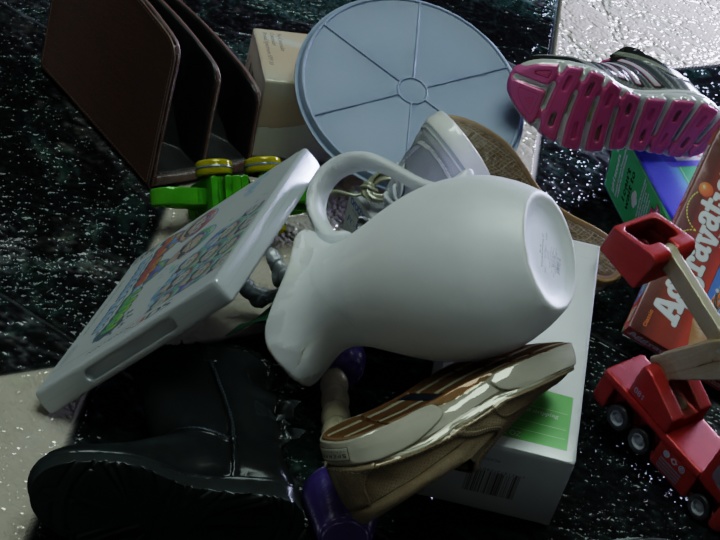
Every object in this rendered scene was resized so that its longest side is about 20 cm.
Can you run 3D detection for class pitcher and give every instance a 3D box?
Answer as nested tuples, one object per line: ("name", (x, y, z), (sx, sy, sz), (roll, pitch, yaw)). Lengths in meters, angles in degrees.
("pitcher", (0.042, -0.017, 1.463), (0.199, 0.121, 0.173), (-12, 61, 30))

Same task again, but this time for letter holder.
("letter holder", (-0.173, -0.188, 1.800), (0.100, 0.143, 0.200), (-12, 41, -34))

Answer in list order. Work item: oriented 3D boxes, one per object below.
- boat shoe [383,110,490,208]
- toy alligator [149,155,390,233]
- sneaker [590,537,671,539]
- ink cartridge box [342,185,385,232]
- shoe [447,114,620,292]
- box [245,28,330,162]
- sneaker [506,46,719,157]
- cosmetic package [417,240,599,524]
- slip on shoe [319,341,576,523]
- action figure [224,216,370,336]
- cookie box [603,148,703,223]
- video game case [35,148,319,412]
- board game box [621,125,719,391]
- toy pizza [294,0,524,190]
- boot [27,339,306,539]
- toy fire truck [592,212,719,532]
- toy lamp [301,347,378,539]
("boat shoe", (0.048, -0.058, 1.591), (0.068, 0.200, 0.072), (-36, 85, -10))
("toy alligator", (-0.070, -0.058, 1.721), (0.198, 0.060, 0.054), (-3, -7, -9))
("sneaker", (0.216, 0.228, 1.399), (0.199, 0.076, 0.115), (30, 34, 24))
("ink cartridge box", (0.068, 0.002, 1.701), (0.093, 0.045, 0.200), (-6, 38, -25))
("shoe", (0.121, -0.046, 1.722), (0.200, 0.053, 0.070), (39, 57, -6))
("box", (0.001, -0.145, 1.861), (0.198, 0.078, 0.095), (4, 35, -15))
("sneaker", (0.208, -0.149, 1.819), (0.198, 0.074, 0.088), (8, 30, -21))
("cosmetic package", (0.105, 0.069, 1.537), (0.107, 0.085, 0.201), (12, 51, -2))
("slip on shoe", (0.064, 0.103, 1.413), (0.199, 0.061, 0.076), (-24, 11, -34))
("action figure", (0.000, 0.000, 1.578), (0.199, 0.055, 0.118), (-8, 28, 40))
("cookie box", (0.317, -0.045, 1.835), (0.169, 0.076, 0.201), (2, 35, -16))
("video game case", (-0.127, 0.005, 1.522), (0.024, 0.181, 0.200), (50, 31, -13))
("board game box", (0.290, -0.009, 1.710), (0.102, 0.019, 0.201), (29, 66, -3))
("toy pizza", (0.039, -0.141, 1.788), (0.198, 0.032, 0.202), (8, 58, -12))
("boot", (-0.130, 0.111, 1.441), (0.196, 0.074, 0.163), (8, 34, -18))
("toy fire truck", (0.235, 0.073, 1.545), (0.049, 0.142, 0.200), (-18, 57, -40))
("toy lamp", (-0.015, 0.120, 1.484), (0.058, 0.059, 0.201), (8, 35, -10))
